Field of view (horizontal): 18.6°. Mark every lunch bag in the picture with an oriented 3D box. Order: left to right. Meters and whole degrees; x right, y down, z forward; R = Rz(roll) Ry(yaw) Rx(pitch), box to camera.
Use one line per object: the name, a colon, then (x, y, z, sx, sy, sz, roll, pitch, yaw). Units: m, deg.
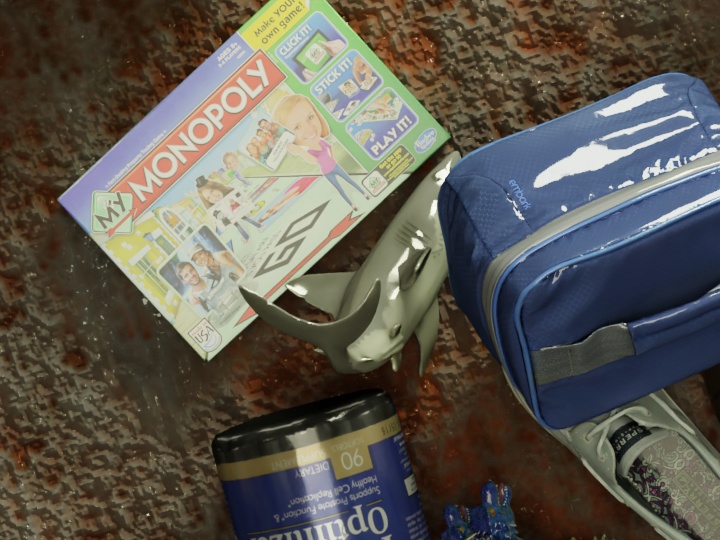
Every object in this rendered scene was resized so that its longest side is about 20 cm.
lunch bag: (0.157, -0.007, 1.237, 0.200, 0.136, 0.132, -23, 46, -7)

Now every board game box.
board game box: (-0.064, -0.061, 1.323, 0.200, 0.029, 0.135, -43, 91, 2)

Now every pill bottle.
pill bottle: (-0.010, 0.178, 1.286, 0.112, 0.112, 0.200, -16, 91, 1)

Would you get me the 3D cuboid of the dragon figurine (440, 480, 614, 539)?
dragon figurine: (0.109, 0.215, 1.290, 0.099, 0.059, 0.200, -15, 90, -30)

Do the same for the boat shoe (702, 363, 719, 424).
boat shoe: (0.274, 0.111, 1.307, 0.075, 0.075, 0.203, -29, 97, -12)

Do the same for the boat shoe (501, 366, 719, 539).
boat shoe: (0.165, 0.099, 1.300, 0.201, 0.072, 0.070, 43, 92, 1)

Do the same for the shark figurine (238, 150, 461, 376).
shark figurine: (-0.009, 0.019, 1.267, 0.089, 0.214, 0.128, 18, 119, 17)
